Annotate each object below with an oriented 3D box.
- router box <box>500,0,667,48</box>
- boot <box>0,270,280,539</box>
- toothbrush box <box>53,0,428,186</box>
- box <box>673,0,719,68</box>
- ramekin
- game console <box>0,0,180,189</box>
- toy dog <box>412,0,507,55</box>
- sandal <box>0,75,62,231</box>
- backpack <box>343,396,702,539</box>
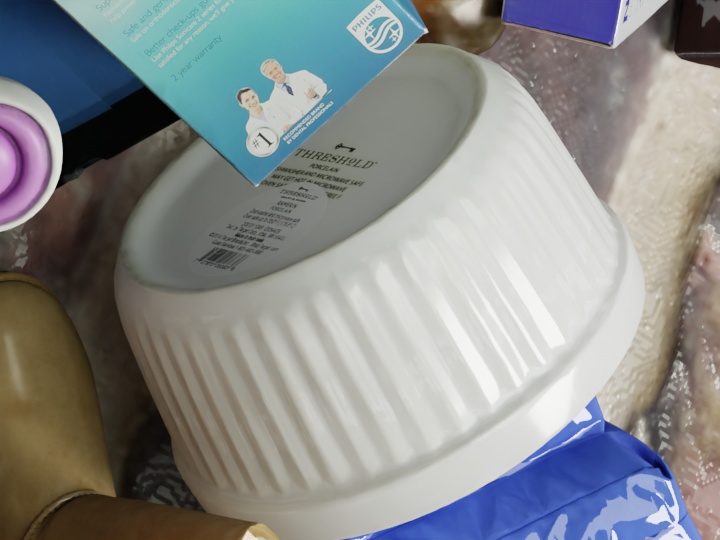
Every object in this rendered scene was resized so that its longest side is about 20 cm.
[{"bbox_3d":[0.117,-0.206,1.136,0.179,0.049,0.201,-43,144,-67],"label":"router box"},{"bbox_3d":[-0.085,0.092,1.031,0.066,0.200,0.176,-16,102,-30],"label":"boot"},{"bbox_3d":[-0.084,-0.146,0.938,0.085,0.147,0.200,-42,119,11],"label":"toothbrush box"},{"bbox_3d":[0.279,-0.160,1.273,0.199,0.164,0.167,9,89,-33],"label":"box"},{"bbox_3d":[0.000,0.000,1.064,0.200,0.200,0.105,-42,120,-23],"label":"ramekin"},{"bbox_3d":[-0.189,-0.062,1.001,0.200,0.118,0.171,43,71,-27],"label":"game console"},{"bbox_3d":[-0.004,-0.177,1.113,0.193,0.139,0.201,-22,116,-29],"label":"toy dog"},{"bbox_3d":[-0.202,-0.034,0.944,0.201,0.050,0.083,-8,119,-8],"label":"sandal"},{"bbox_3d":[0.018,0.128,1.133,0.199,0.162,0.169,-30,103,-15],"label":"backpack"}]
